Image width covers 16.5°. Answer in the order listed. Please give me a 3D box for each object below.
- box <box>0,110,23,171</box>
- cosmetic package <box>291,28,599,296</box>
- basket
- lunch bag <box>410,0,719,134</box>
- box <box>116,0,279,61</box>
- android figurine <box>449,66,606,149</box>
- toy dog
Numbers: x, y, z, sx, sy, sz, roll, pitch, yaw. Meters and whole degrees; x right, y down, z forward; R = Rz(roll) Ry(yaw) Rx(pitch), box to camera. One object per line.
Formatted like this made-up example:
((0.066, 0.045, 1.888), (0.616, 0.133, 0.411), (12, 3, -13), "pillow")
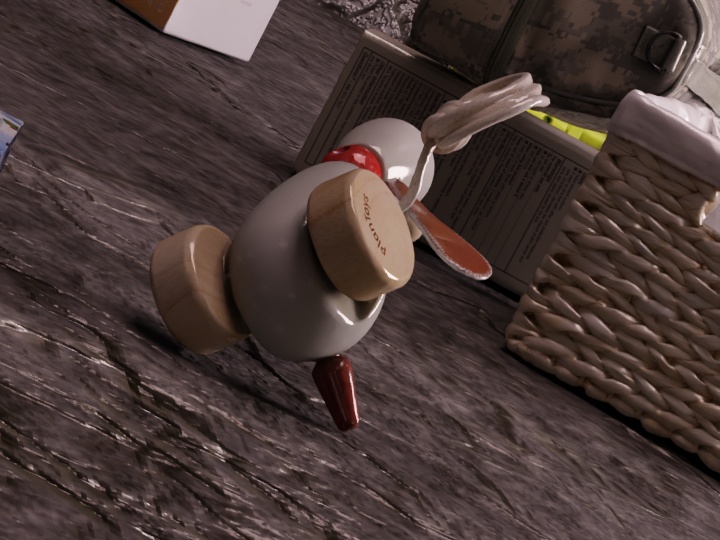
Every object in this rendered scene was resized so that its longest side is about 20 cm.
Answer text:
((-0.231, -0.077, 0.951), (0.199, 0.040, 0.137), (27, 8, -7), "box")
((0.070, -0.061, 1.549), (0.199, 0.104, 0.087), (30, 8, 3), "cosmetic package")
((0.212, 0.015, 1.376), (0.198, 0.161, 0.200), (31, 9, 15), "basket")
((0.146, -0.151, 1.521), (0.167, 0.140, 0.200), (32, 6, 14), "lunch bag")
((-0.148, -0.279, 1.923), (0.200, 0.153, 0.106), (34, 12, 35), "box")
((0.185, -0.191, 2.767), (0.199, 0.041, 0.182), (27, 10, -11), "android figurine")
((0.000, 0.000, 1.024), (0.132, 0.097, 0.200), (-13, 12, 42), "toy dog")
